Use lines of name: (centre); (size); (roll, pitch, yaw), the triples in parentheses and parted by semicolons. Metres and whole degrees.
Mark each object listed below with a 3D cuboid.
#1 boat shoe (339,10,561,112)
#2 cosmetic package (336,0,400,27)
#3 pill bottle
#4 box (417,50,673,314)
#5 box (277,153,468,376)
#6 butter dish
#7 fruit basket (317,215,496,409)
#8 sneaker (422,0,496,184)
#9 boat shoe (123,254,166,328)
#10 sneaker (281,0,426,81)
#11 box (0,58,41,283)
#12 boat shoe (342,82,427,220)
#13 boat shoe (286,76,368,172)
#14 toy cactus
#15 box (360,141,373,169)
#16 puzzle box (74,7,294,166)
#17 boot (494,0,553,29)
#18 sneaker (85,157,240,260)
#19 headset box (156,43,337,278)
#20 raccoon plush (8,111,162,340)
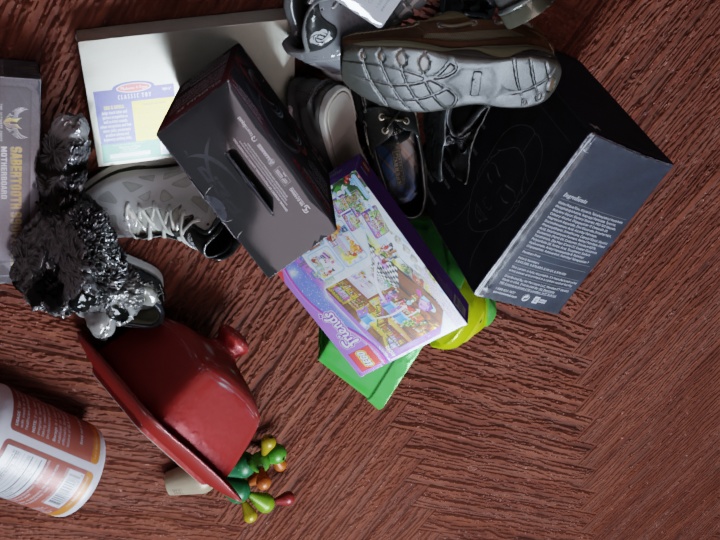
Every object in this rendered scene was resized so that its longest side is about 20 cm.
boat shoe: (0.079, -0.192, 0.870); (0.196, 0.075, 0.076); (3, 144, -5)
cosmetic package: (-0.051, -0.315, 0.701); (0.198, 0.201, 0.123); (20, 121, -35)
pill bottle: (-0.392, 0.192, 1.074); (0.112, 0.113, 0.199); (-40, 132, 15)
box: (0.173, -0.101, 0.984); (0.122, 0.201, 0.198); (11, 126, -32)
box: (0.000, 0.000, 0.963); (0.136, 0.039, 0.201); (-27, 114, 23)
butter dish: (-0.185, 0.124, 1.075); (0.148, 0.199, 0.200); (-45, 135, -12)
fruit basket: (0.072, 0.046, 1.093); (0.211, 0.156, 0.219); (-1, 123, -1)
sneaker: (0.103, -0.195, 0.939); (0.059, 0.105, 0.202); (2, 129, -24)
boat shoe: (-0.287, 0.007, 0.987); (0.198, 0.061, 0.076); (16, 124, -32)
sneaker: (0.000, -0.257, 0.844); (0.115, 0.075, 0.201); (5, 130, -49)
box: (-0.366, -0.086, 0.855); (0.156, 0.048, 0.203); (-2, 118, -22)
boat shoe: (0.033, -0.144, 0.971); (0.068, 0.057, 0.202); (-21, 123, -7)
boat shoe: (-0.033, -0.111, 0.972); (0.067, 0.056, 0.202); (-46, 148, -30)
toy cactus: (-0.172, 0.269, 1.258); (0.162, 0.103, 0.201); (-14, 143, 3)
box: (-0.013, -0.033, 1.093); (0.162, 0.021, 0.200); (-32, 134, 6)
puzzle box: (-0.158, -0.172, 0.907); (0.197, 0.026, 0.135); (-9, 133, -15)
boot: (0.115, -0.330, 0.835); (0.072, 0.182, 0.201); (-25, 110, 27)
sneaker: (-0.188, -0.055, 0.935); (0.197, 0.116, 0.076); (-19, 135, -5)
headset box: (-0.092, -0.096, 0.816); (0.074, 0.200, 0.149); (-33, 110, 9)
raccoon plush: (-0.235, -0.034, 0.897); (0.134, 0.096, 0.203); (-2, 113, -65)
